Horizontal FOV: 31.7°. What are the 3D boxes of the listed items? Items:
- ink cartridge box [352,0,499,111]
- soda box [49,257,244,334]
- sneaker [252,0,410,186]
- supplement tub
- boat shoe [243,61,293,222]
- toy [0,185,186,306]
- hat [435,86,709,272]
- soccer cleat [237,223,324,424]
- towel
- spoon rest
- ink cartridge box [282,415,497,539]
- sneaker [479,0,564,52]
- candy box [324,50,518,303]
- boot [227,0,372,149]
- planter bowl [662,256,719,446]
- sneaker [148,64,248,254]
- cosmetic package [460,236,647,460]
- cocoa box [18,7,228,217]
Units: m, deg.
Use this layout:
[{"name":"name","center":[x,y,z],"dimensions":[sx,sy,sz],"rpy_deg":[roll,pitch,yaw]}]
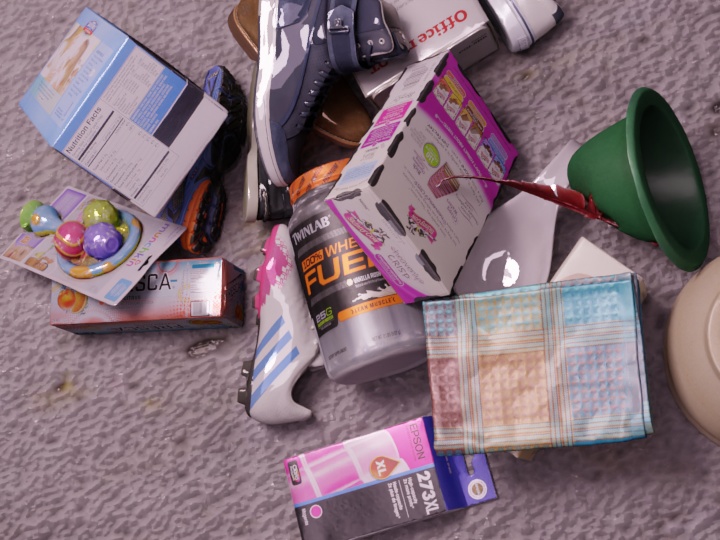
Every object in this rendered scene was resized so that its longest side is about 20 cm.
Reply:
[{"name":"ink cartridge box","center":[0.033,-0.284,1.309],"dimensions":[0.146,0.083,0.202],"rpy_deg":[-29,75,9]},{"name":"soda box","center":[-0.223,0.028,1.333],"dimensions":[0.197,0.068,0.065],"rpy_deg":[-3,77,15]},{"name":"sneaker","center":[-0.027,-0.181,1.231],"dimensions":[0.144,0.077,0.206],"rpy_deg":[4,99,12]},{"name":"supplement tub","center":[0.000,0.000,1.248],"dimensions":[0.121,0.122,0.203],"rpy_deg":[-20,75,11]},{"name":"boat shoe","center":[-0.086,-0.144,1.328],"dimensions":[0.065,0.075,0.202],"rpy_deg":[5,65,-9]},{"name":"toy","center":[-0.290,-0.041,1.325],"dimensions":[0.198,0.047,0.115],"rpy_deg":[16,56,40]},{"name":"hat","center":[0.212,-0.073,1.203],"dimensions":[0.174,0.166,0.201],"rpy_deg":[-16,120,33]},{"name":"soccer cleat","center":[-0.070,0.057,1.293],"dimensions":[0.085,0.070,0.203],"rpy_deg":[7,86,4]},{"name":"towel","center":[0.157,0.086,1.136],"dimensions":[0.197,0.022,0.149],"rpy_deg":[-7,79,13]},{"name":"spoon rest","center":[0.164,-0.043,1.243],"dimensions":[0.099,0.061,0.201],"rpy_deg":[34,90,18]},{"name":"ink cartridge box","center":[0.027,0.206,1.252],"dimensions":[0.197,0.037,0.096],"rpy_deg":[-18,76,10]},{"name":"sneaker","center":[0.139,-0.321,1.301],"dimensions":[0.070,0.073,0.202],"rpy_deg":[-28,83,-1]},{"name":"candy box","center":[0.062,-0.089,1.194],"dimensions":[0.061,0.137,0.201],"rpy_deg":[-13,35,42]},{"name":"boot","center":[-0.051,-0.212,1.296],"dimensions":[0.200,0.074,0.075],"rpy_deg":[48,135,1]},{"name":"planter bowl","center":[0.367,0.065,1.129],"dimensions":[0.197,0.135,0.204],"rpy_deg":[-3,79,16]},{"name":"sneaker","center":[-0.178,-0.123,1.347],"dimensions":[0.077,0.075,0.203],"rpy_deg":[12,82,20]},{"name":"cosmetic package","center":[0.184,0.077,1.194],"dimensions":[0.071,0.105,0.201],"rpy_deg":[35,92,18]},{"name":"cocoa box","center":[-0.246,-0.165,1.292],"dimensions":[0.134,0.131,0.200],"rpy_deg":[-54,31,2]}]
